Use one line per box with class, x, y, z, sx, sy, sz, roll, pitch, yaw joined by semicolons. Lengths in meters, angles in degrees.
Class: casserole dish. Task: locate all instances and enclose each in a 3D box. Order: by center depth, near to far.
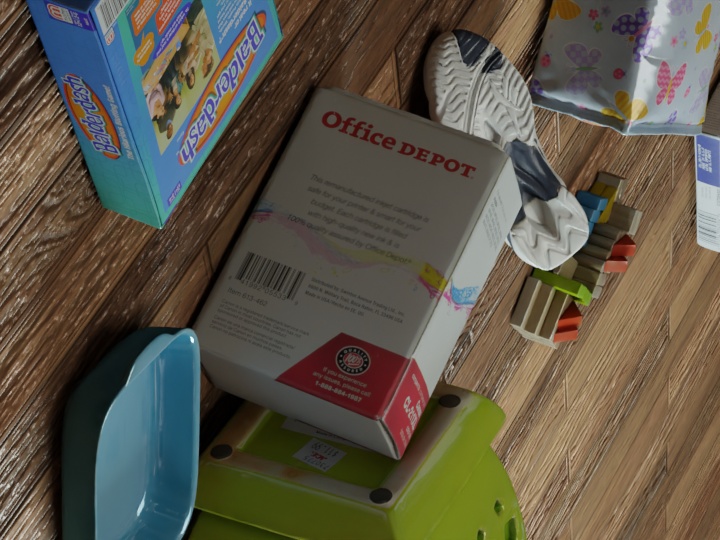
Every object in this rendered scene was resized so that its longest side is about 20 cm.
casserole dish;-0.144;0.119;1.611;0.121;0.039;0.201;-47;149;-46

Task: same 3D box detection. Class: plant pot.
plant pot;-0.009;0.172;1.784;0.199;0.199;0.182;-50;146;-46

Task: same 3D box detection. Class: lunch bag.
lunch bag;0.234;-0.200;2.151;0.200;0.127;0.170;-5;111;-57

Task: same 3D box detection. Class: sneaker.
sneaker;0.091;-0.101;1.966;0.079;0.130;0.199;-40;115;-5

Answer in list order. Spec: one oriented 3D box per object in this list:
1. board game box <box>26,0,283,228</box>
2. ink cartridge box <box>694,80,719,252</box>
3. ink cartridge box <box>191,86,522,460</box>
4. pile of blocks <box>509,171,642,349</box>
board game box;-0.110;-0.142;1.449;0.152;0.045;0.200;-60;157;-27
ink cartridge box;0.402;-0.153;2.728;0.200;0.043;0.197;-60;156;-30
ink cartridge box;0.000;0.000;1.710;0.200;0.145;0.083;-63;160;-17
pile of blocks;0.204;-0.013;2.329;0.200;0.062;0.082;-59;157;-28
